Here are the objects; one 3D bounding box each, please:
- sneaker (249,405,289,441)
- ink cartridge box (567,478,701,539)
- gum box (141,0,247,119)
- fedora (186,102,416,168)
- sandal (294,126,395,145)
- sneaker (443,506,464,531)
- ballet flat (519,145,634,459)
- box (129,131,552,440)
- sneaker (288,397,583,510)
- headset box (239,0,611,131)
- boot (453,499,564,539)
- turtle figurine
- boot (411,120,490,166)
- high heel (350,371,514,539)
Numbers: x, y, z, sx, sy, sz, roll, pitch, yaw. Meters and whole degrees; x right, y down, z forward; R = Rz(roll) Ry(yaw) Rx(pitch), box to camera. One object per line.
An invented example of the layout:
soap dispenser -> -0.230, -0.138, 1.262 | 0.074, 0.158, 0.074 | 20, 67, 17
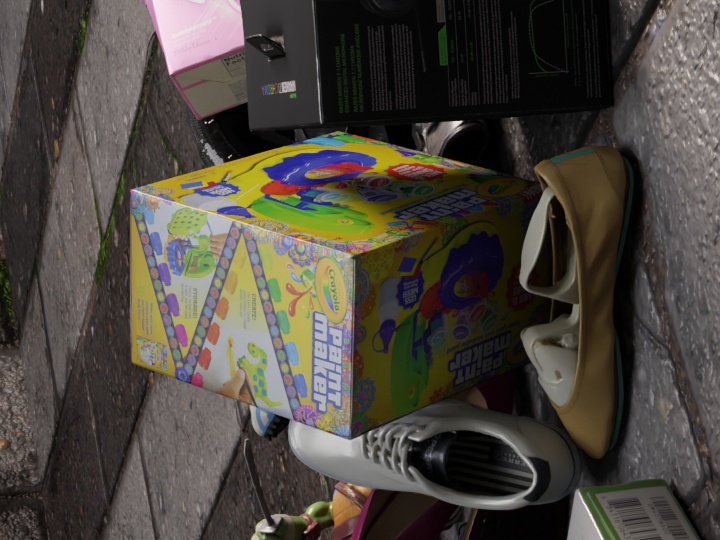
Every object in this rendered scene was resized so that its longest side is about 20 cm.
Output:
sneaker -> -0.062, 0.043, 1.797 | 0.072, 0.072, 0.200 | 28, 138, 20
ink cartridge box -> 0.156, 0.232, 1.446 | 0.104, 0.059, 0.200 | -116, 27, -52
gum box -> -0.059, -0.200, 1.802 | 0.066, 0.200, 0.114 | 59, -168, -57
fedora -> -0.031, -0.118, 1.858 | 0.092, 0.200, 0.201 | 48, -153, -63
sandal -> -0.022, -0.126, 1.729 | 0.048, 0.075, 0.201 | -40, -52, -54
sneaker -> 0.049, 0.088, 1.733 | 0.075, 0.080, 0.201 | -154, 61, -69
ballet flat -> 0.124, 0.020, 1.490 | 0.069, 0.063, 0.201 | -133, 41, -65
box -> -0.011, 0.004, 1.587 | 0.192, 0.200, 0.122 | 17, 114, 37
sneaker -> 0.038, 0.108, 1.551 | 0.071, 0.199, 0.073 | 2, -89, -65
headset box -> 0.030, -0.137, 1.529 | 0.174, 0.199, 0.093 | -173, 79, -74
boot -> 0.084, 0.180, 1.649 | 0.097, 0.075, 0.201 | -127, 34, -56
turtle figurine -> -0.003, 0.207, 1.831 | 0.200, 0.144, 0.194 | 116, 141, -68
boot -> 0.060, -0.146, 1.682 | 0.200, 0.070, 0.132 | 93, 163, -61
high heel -> 0.046, 0.116, 1.633 | 0.200, 0.067, 0.096 | -62, -19, -9
